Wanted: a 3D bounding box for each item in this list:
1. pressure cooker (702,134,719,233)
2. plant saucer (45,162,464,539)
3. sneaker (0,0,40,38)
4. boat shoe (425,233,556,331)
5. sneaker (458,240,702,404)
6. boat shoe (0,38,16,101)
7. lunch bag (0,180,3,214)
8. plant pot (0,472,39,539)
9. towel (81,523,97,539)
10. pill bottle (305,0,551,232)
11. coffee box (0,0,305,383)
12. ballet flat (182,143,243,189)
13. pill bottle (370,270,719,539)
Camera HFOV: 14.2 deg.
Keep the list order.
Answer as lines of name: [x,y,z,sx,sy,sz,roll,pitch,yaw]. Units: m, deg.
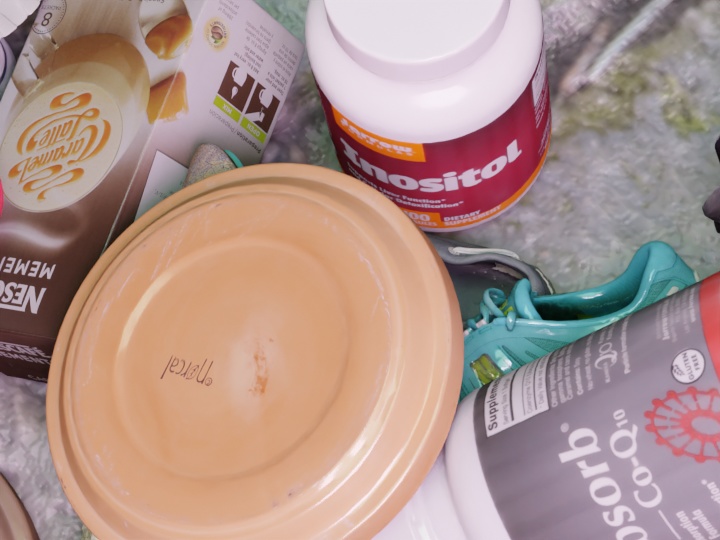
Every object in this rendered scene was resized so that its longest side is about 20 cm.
pressure cooker: [0.263,-0.017,1.346,0.179,0.176,0.200,-24,68,21]
plant saucer: [-0.052,0.044,1.281,0.200,0.032,0.200,-10,64,21]
sneaker: [-0.193,-0.166,1.475,0.076,0.080,0.200,39,62,-11]
boat shoe: [0.000,0.000,1.426,0.200,0.062,0.073,13,73,10]
sneaker: [0.071,0.044,1.368,0.200,0.078,0.080,-22,113,5]
boat shoe: [-0.280,-0.129,1.485,0.202,0.086,0.075,15,74,11]
lunch bag: [-0.272,-0.009,1.321,0.176,0.082,0.200,38,59,-28]
plant pot: [-0.257,0.154,1.386,0.201,0.093,0.201,-2,72,6]
towel: [-0.065,0.149,1.397,0.148,0.036,0.200,-5,71,3]
pill bottle: [0.033,-0.100,1.383,0.113,0.200,0.113,-2,71,6]
coffee box: [-0.123,-0.045,1.425,0.114,0.080,0.200,7,69,39]
ballet flat: [-0.065,0.040,1.352,0.067,0.068,0.200,-15,86,-28]
pill bottle: [0.109,0.087,1.260,0.200,0.116,0.116,-27,69,20]
